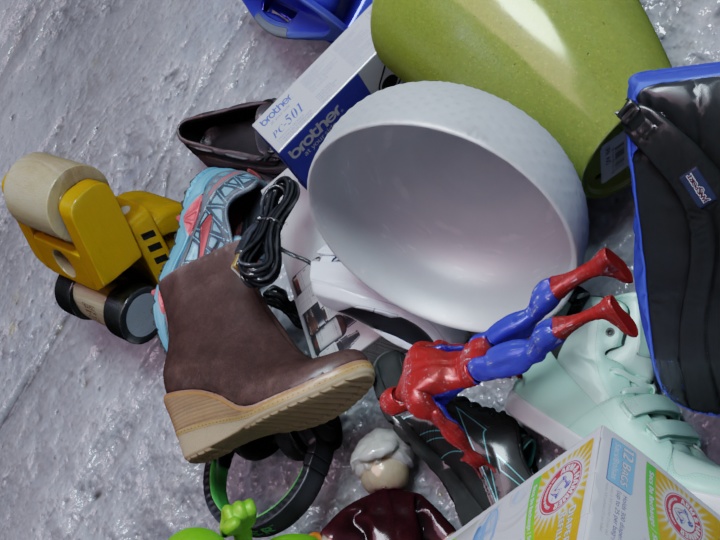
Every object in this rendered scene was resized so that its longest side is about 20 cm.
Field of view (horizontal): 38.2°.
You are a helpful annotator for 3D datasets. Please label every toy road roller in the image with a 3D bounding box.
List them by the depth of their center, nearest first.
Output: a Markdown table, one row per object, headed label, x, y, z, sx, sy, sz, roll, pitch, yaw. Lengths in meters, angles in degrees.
| label | x | y | z | sx | sy | sz | roll | pitch | yaw |
| --- | --- | --- | --- | --- | --- | --- | --- | --- | --- |
| toy road roller | -0.236 | -0.042 | 1.011 | 0.122 | 0.202 | 0.146 | 17 | 50 | 39 |

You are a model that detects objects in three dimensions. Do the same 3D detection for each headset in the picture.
| label | x | y | z | sx | sy | sz | roll | pitch | yaw |
| --- | --- | --- | --- | --- | --- | --- | --- | --- | --- |
| headset | -0.077 | 0.119 | 0.884 | 0.122 | 0.094 | 0.203 | -6 | 56 | 37 |

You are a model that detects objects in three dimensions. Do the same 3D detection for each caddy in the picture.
| label | x | y | z | sx | sy | sz | roll | pitch | yaw |
| --- | --- | --- | --- | --- | --- | --- | --- | --- | --- |
| caddy | -0.057 | -0.265 | 0.960 | 0.199 | 0.141 | 0.106 | 35 | 95 | 41 |

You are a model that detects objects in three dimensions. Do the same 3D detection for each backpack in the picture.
| label | x | y | z | sx | sy | sz | roll | pitch | yaw |
| --- | --- | --- | --- | --- | --- | --- | --- | --- | --- |
| backpack | 0.245 | -0.024 | 0.620 | 0.159 | 0.168 | 0.204 | -4 | 103 | 21 |

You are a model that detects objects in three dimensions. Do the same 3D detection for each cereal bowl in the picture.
| label | x | y | z | sx | sy | sz | roll | pitch | yaw |
| --- | --- | --- | --- | --- | --- | --- | --- | --- | --- |
| cereal bowl | 0.066 | -0.052 | 0.712 | 0.197 | 0.201 | 0.084 | 0 | 47 | 38 |

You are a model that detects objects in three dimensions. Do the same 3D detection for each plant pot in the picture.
| label | x | y | z | sx | sy | sz | roll | pitch | yaw |
| --- | --- | --- | --- | --- | --- | --- | --- | --- | --- |
| plant pot | 0.135 | -0.154 | 0.755 | 0.187 | 0.186 | 0.201 | -46 | 60 | 18 |

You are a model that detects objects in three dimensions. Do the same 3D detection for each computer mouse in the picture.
| label | x | y | z | sx | sy | sz | roll | pitch | yaw |
| --- | --- | --- | --- | --- | --- | --- | --- | --- | --- |
| computer mouse | 0.000 | 0.000 | 0.821 | 0.110 | 0.197 | 0.044 | -64 | -2 | -46 |

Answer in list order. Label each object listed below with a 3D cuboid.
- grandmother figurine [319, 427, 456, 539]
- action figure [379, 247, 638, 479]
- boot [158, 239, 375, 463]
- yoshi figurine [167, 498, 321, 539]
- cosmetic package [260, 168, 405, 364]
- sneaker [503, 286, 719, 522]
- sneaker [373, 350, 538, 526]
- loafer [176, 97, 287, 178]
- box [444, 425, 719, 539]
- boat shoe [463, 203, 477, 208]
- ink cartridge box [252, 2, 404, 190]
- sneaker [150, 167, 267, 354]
| label | x | y | z | sx | sy | sz | roll | pitch | yaw |
| --- | --- | --- | --- | --- | --- | --- | --- | --- | --- |
| grandmother figurine | 0.022 | 0.214 | 0.787 | 0.061 | 0.119 | 0.203 | 113 | 157 | -55 |
| action figure | 0.103 | 0.069 | 0.690 | 0.198 | 0.099 | 0.066 | -27 | 36 | 33 |
| boot | -0.086 | 0.049 | 0.838 | 0.198 | 0.072 | 0.169 | -24 | 65 | 27 |
| yoshi figurine | -0.082 | 0.232 | 0.774 | 0.112 | 0.197 | 0.114 | 46 | 119 | 51 |
| cosmetic package | -0.022 | -0.008 | 0.909 | 0.082 | 0.050 | 0.203 | -35 | 57 | 24 |
| sneaker | 0.191 | 0.080 | 0.690 | 0.199 | 0.073 | 0.120 | 28 | 98 | 42 |
| sneaker | 0.084 | 0.129 | 0.776 | 0.079 | 0.075 | 0.201 | -43 | 62 | 8 |
| loafer | -0.096 | -0.129 | 0.998 | 0.197 | 0.063 | 0.073 | -2 | 75 | 39 |
| box | 0.115 | 0.206 | 0.633 | 0.200 | 0.101 | 0.113 | -48 | 10 | 40 |
| boat shoe | 0.084 | -0.067 | 0.828 | 0.197 | 0.076 | 0.073 | 1 | 67 | 32 |
| ink cartridge box | 0.009 | -0.157 | 0.869 | 0.200 | 0.094 | 0.044 | -45 | 58 | -2 |
| sneaker | -0.133 | -0.003 | 0.979 | 0.094 | 0.079 | 0.204 | 1 | 77 | 37 |
